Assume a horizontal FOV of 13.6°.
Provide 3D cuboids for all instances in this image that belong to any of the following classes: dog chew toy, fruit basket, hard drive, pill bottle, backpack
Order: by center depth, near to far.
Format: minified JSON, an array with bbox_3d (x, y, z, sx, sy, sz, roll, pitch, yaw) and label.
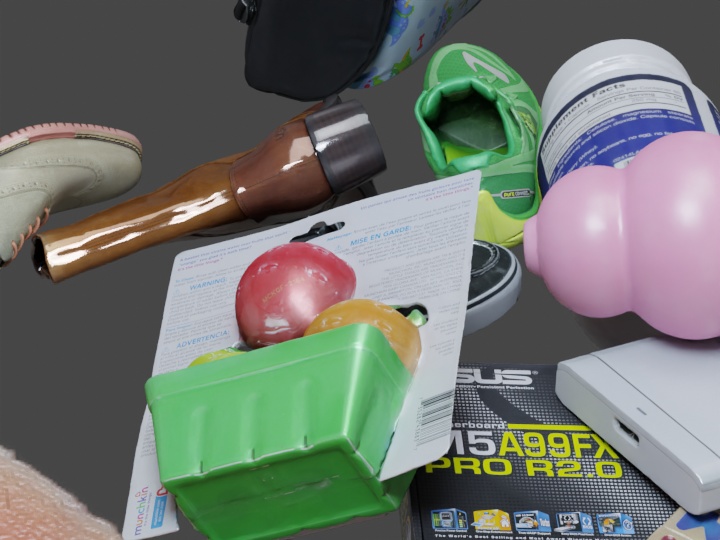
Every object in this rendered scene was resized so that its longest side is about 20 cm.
[{"bbox_3d":[-0.026,0.045,1.525,0.184,0.094,0.201,-16,36,22],"label":"fruit basket"},{"bbox_3d":[0.219,0.062,1.547,0.199,0.027,0.132,-13,31,-26],"label":"hard drive"},{"bbox_3d":[0.184,-0.020,1.551,0.199,0.125,0.125,-3,31,8],"label":"dog chew toy"},{"bbox_3d":[0.162,-0.044,1.714,0.115,0.116,0.200,1,32,-6],"label":"pill bottle"},{"bbox_3d":[0.015,-0.207,1.933,0.153,0.164,0.200,16,26,2],"label":"backpack"}]

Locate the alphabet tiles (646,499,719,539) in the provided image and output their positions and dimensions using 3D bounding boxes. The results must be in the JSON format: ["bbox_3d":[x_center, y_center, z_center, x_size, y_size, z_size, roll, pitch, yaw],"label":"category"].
[{"bbox_3d":[0.232,0.143,1.452,0.166,0.006,0.200,24,35,23],"label":"alphabet tiles"}]

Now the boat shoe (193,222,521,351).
[{"bbox_3d":[-0.001,-0.001,1.668,0.198,0.068,0.074,-5,34,-16],"label":"boat shoe"}]

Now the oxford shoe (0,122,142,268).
[{"bbox_3d":[-0.205,-0.030,1.705,0.199,0.071,0.074,-15,62,-29],"label":"oxford shoe"}]

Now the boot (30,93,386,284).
[{"bbox_3d":[-0.088,-0.030,1.701,0.199,0.069,0.188,-23,7,-4],"label":"boot"}]

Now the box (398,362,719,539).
[{"bbox_3d":[0.118,0.110,1.532,0.199,0.044,0.161,3,33,-4],"label":"box"}]

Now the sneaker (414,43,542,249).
[{"bbox_3d":[0.072,-0.089,1.794,0.074,0.084,0.200,-14,32,3],"label":"sneaker"}]
